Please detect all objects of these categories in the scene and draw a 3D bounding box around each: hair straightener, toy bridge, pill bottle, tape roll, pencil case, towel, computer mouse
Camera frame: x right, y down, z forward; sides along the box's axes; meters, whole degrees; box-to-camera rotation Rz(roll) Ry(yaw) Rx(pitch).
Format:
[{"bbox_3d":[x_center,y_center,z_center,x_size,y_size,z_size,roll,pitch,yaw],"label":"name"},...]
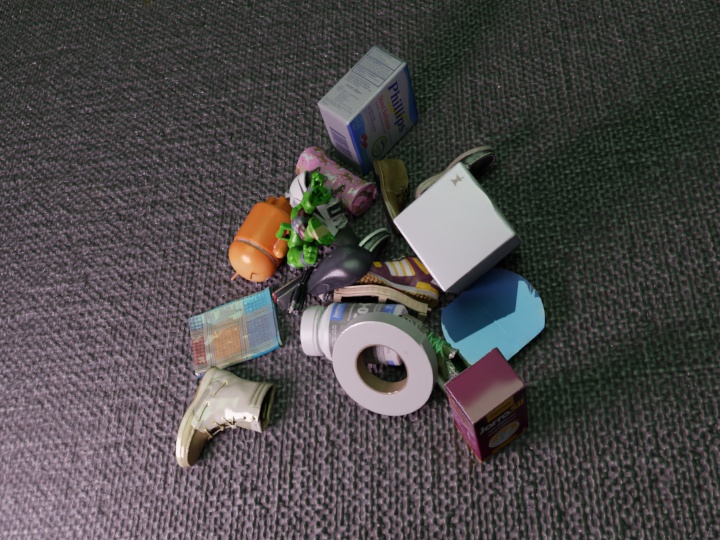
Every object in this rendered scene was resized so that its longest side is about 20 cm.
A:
[{"bbox_3d":[-0.089,0.022,1.594,0.197,0.042,0.077,-30,25,-9],"label":"hair straightener"},{"bbox_3d":[0.044,0.057,1.498,0.194,0.068,0.028,12,60,1],"label":"toy bridge"},{"bbox_3d":[-0.010,0.120,1.479,0.194,0.115,0.116,1,60,15],"label":"pill bottle"},{"bbox_3d":[0.044,0.171,1.390,0.197,0.208,0.037,8,29,19],"label":"tape roll"},{"bbox_3d":[-0.055,-0.201,1.699,0.199,0.083,0.087,38,93,30],"label":"pencil case"},{"bbox_3d":[-0.263,0.128,1.599,0.195,0.022,0.149,-20,57,4],"label":"towel"},{"bbox_3d":[-0.063,0.002,1.473,0.197,0.053,0.140,-24,30,33],"label":"computer mouse"}]

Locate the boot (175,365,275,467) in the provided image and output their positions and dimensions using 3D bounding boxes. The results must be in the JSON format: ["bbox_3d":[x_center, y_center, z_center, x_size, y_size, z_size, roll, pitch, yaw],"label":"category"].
[{"bbox_3d":[-0.259,0.295,1.473,0.151,0.073,0.204,11,63,18],"label":"boot"}]

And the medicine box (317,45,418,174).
[{"bbox_3d":[0.022,-0.356,1.707,0.102,0.183,0.200,36,74,29],"label":"medicine box"}]

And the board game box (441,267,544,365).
[{"bbox_3d":[0.256,0.099,1.465,0.199,0.039,0.159,-39,64,-6],"label":"board game box"}]

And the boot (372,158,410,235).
[{"bbox_3d":[0.077,-0.167,1.654,0.073,0.074,0.204,-10,56,-3],"label":"boot"}]

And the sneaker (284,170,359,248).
[{"bbox_3d":[-0.071,-0.128,1.620,0.200,0.089,0.074,43,38,3],"label":"sneaker"}]

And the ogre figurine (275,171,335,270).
[{"bbox_3d":[-0.110,-0.089,1.541,0.096,0.120,0.205,-2,68,-34],"label":"ogre figurine"}]

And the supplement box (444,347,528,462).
[{"bbox_3d":[0.218,0.233,1.297,0.109,0.201,0.086,-33,57,-7],"label":"supplement box"}]

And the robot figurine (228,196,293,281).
[{"bbox_3d":[-0.210,-0.063,1.642,0.141,0.117,0.203,24,67,10],"label":"robot figurine"}]

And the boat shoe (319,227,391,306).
[{"bbox_3d":[0.000,0.000,1.571,0.200,0.074,0.060,-45,59,-9],"label":"boat shoe"}]

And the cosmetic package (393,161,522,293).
[{"bbox_3d":[0.189,-0.074,1.439,0.165,0.200,0.169,-39,78,11],"label":"cosmetic package"}]

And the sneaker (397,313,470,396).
[{"bbox_3d":[0.146,0.145,1.390,0.199,0.089,0.077,43,54,-4],"label":"sneaker"}]

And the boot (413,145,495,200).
[{"bbox_3d":[0.223,-0.159,1.601,0.197,0.074,0.152,-30,56,1],"label":"boot"}]

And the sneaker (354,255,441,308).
[{"bbox_3d":[0.069,0.008,1.531,0.195,0.075,0.092,19,57,-5],"label":"sneaker"}]
